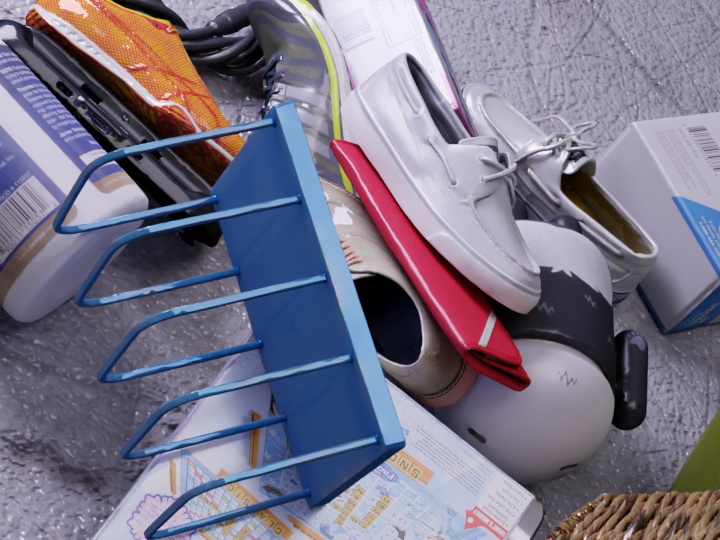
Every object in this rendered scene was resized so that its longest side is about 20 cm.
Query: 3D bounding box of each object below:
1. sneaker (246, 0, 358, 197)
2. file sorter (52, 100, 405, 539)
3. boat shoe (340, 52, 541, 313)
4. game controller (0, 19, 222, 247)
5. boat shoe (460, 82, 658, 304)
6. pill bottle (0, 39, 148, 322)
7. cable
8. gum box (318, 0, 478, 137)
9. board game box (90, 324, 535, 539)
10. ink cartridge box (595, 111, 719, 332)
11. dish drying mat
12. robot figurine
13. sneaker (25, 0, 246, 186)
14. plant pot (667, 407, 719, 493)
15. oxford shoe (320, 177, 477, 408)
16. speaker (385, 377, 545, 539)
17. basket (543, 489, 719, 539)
[{"bbox_3d":[-0.046,-0.103,1.531,0.081,0.074,0.201,-13,70,-20],"label":"sneaker"},{"bbox_3d":[-0.080,0.033,1.230,0.122,0.139,0.201,-12,76,-23],"label":"file sorter"},{"bbox_3d":[0.065,-0.061,1.443,0.072,0.069,0.200,20,30,-51],"label":"boat shoe"},{"bbox_3d":[-0.165,-0.088,1.436,0.200,0.042,0.104,42,6,2],"label":"game controller"},{"bbox_3d":[0.149,-0.074,1.649,0.074,0.086,0.202,-23,71,-45],"label":"boat shoe"},{"bbox_3d":[-0.233,-0.075,1.356,0.200,0.111,0.111,47,43,6],"label":"pill bottle"},{"bbox_3d":[-0.138,-0.215,1.595,0.199,0.051,0.164,11,55,-35],"label":"cable"},{"bbox_3d":[0.024,-0.156,1.599,0.114,0.066,0.201,54,14,-61],"label":"gum box"},{"bbox_3d":[-0.031,0.153,1.308,0.200,0.041,0.200,39,66,-1],"label":"board game box"},{"bbox_3d":[0.291,-0.044,1.726,0.199,0.084,0.145,-9,62,-39],"label":"ink cartridge box"},{"bbox_3d":[0.045,-0.008,1.423,0.077,0.018,0.200,25,27,-46],"label":"dish drying mat"},{"bbox_3d":[0.109,0.049,1.494,0.125,0.150,0.201,63,22,-44],"label":"robot figurine"},{"bbox_3d":[-0.133,-0.128,1.491,0.200,0.073,0.077,44,62,2],"label":"sneaker"},{"bbox_3d":[0.291,0.161,1.475,0.200,0.193,0.201,19,47,-21],"label":"plant pot"},{"bbox_3d":[0.000,0.000,1.428,0.200,0.071,0.074,46,4,29],"label":"oxford shoe"},{"bbox_3d":[0.016,0.117,1.398,0.200,0.081,0.081,39,42,-2],"label":"speaker"},{"bbox_3d":[0.173,0.232,1.328,0.200,0.149,0.143,-36,111,-47],"label":"basket"}]
